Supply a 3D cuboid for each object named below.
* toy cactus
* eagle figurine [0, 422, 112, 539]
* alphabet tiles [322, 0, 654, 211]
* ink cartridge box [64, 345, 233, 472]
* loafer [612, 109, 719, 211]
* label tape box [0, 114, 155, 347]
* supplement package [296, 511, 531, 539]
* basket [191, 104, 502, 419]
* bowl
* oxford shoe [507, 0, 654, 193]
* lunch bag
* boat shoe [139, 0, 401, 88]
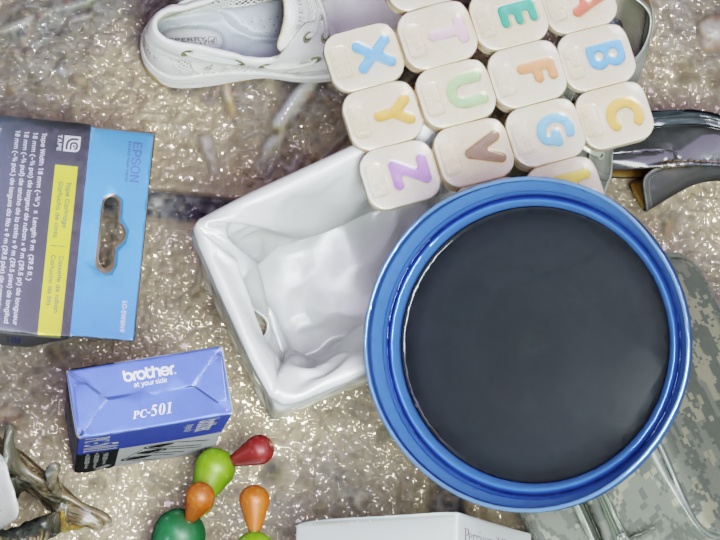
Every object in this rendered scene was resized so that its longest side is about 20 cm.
[{"bbox_3d":[-0.111,0.213,1.514,0.164,0.102,0.201,-9,82,10],"label":"toy cactus"},{"bbox_3d":[-0.250,0.203,1.463,0.151,0.152,0.200,46,73,-11],"label":"eagle figurine"},{"bbox_3d":[0.083,-0.117,1.507,0.195,0.015,0.201,-15,79,-11],"label":"alphabet tiles"},{"bbox_3d":[-0.134,0.088,1.466,0.094,0.200,0.044,-8,80,-9],"label":"ink cartridge box"},{"bbox_3d":[0.202,-0.074,1.613,0.199,0.073,0.073,12,81,5],"label":"loafer"},{"bbox_3d":[-0.241,-0.026,1.544,0.199,0.063,0.145,6,78,-6],"label":"label tape box"},{"bbox_3d":[0.034,0.258,1.473,0.117,0.117,0.201,-7,75,28],"label":"supplement package"},{"bbox_3d":[0.000,0.000,1.541,0.199,0.123,0.136,-24,83,-12],"label":"basket"},{"bbox_3d":[0.102,0.044,1.430,0.200,0.039,0.202,-1,87,15],"label":"bowl"},{"bbox_3d":[0.141,-0.101,1.556,0.075,0.058,0.201,21,86,3],"label":"oxford shoe"},{"bbox_3d":[0.161,0.112,1.527,0.139,0.168,0.201,-17,78,-47],"label":"lunch bag"},{"bbox_3d":[-0.048,-0.165,1.594,0.199,0.069,0.071,-12,79,-11],"label":"boat shoe"}]
